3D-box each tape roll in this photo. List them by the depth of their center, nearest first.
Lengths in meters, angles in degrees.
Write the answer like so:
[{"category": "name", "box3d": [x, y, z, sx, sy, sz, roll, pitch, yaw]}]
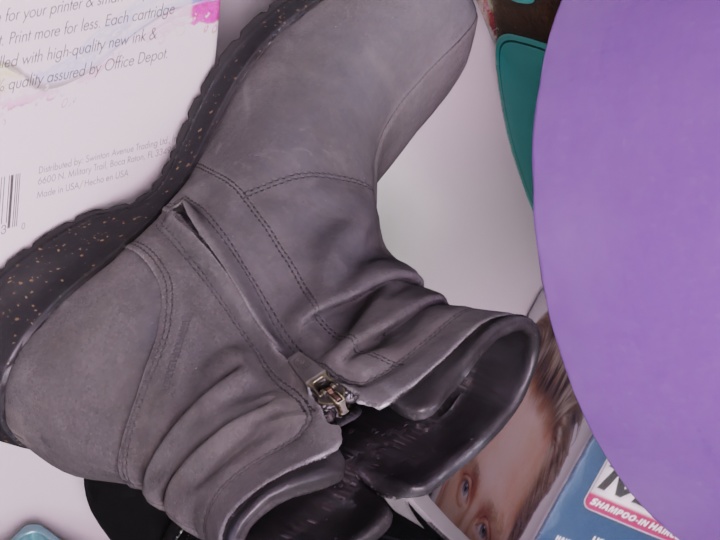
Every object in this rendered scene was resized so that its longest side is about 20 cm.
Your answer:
[{"category": "tape roll", "box3d": [0.141, -0.018, 0.790, 0.085, 0.200, 0.200, -9, 123, 41]}]

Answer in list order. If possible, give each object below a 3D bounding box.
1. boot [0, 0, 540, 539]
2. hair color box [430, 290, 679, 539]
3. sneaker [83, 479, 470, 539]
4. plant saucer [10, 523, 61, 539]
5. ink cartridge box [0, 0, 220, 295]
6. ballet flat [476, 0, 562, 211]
[{"category": "boot", "box3d": [0.000, 0.000, 0.759, 0.200, 0.132, 0.070, -48, 139, -23]}, {"category": "hair color box", "box3d": [0.044, 0.117, 0.879, 0.060, 0.100, 0.200, 23, 105, -16]}, {"category": "sneaker", "box3d": [-0.022, 0.086, 0.792, 0.112, 0.200, 0.073, 8, 107, -58]}, {"category": "plant saucer", "box3d": [-0.046, 0.153, 0.833, 0.070, 0.200, 0.019, -45, 156, -29]}, {"category": "ink cartridge box", "box3d": [-0.099, -0.078, 0.762, 0.116, 0.067, 0.200, -15, 120, -45]}, {"category": "ballet flat", "box3d": [0.066, -0.085, 0.821, 0.064, 0.076, 0.200, -31, 120, -20]}]
